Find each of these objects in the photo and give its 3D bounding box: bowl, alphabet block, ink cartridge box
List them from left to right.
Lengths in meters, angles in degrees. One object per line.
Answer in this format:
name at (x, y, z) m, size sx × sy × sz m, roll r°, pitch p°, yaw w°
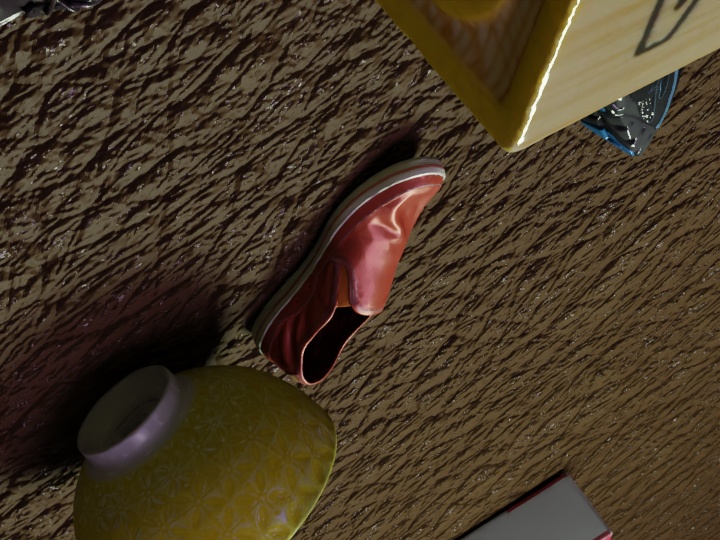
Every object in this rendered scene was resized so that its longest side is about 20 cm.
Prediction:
bowl at (-0.126, 0.128, 1.749) m, size 0.200 × 0.200 × 0.108 m, roll -40°, pitch 115°, yaw 3°
ink cartridge box at (0.161, 0.309, 2.622) m, size 0.145 × 0.083 × 0.200 m, roll -31°, pitch 157°, yaw -19°
alphabet block at (0.119, -0.217, 1.380) m, size 0.200 × 0.195 × 0.197 m, roll -26°, pitch 153°, yaw -27°

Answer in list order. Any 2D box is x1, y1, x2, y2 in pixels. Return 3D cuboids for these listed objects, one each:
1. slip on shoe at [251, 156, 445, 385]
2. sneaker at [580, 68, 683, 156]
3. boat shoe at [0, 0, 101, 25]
slip on shoe at (0.000, 0.000, 1.792) m, size 0.074 × 0.061 × 0.200 m, roll -4°, pitch 138°, yaw -53°
sneaker at (0.175, -0.145, 1.797) m, size 0.082 × 0.073 × 0.200 m, roll -56°, pitch 164°, yaw -1°
boat shoe at (-0.143, -0.157, 1.248) m, size 0.200 × 0.065 × 0.073 m, roll -38°, pitch 160°, yaw 0°
